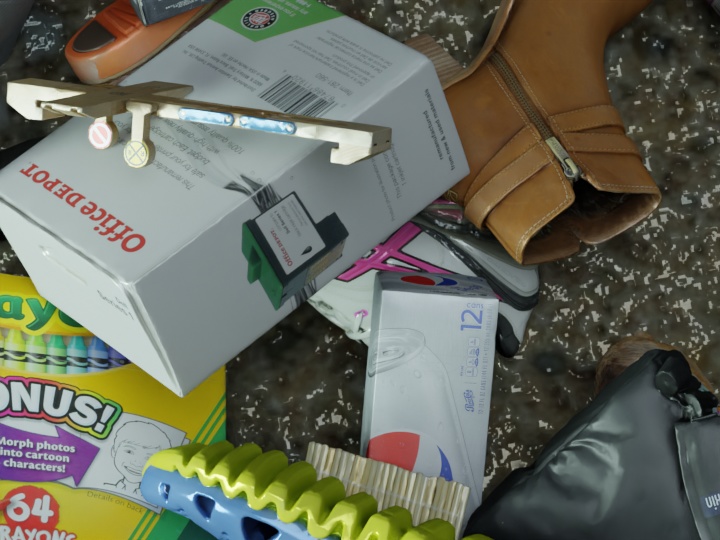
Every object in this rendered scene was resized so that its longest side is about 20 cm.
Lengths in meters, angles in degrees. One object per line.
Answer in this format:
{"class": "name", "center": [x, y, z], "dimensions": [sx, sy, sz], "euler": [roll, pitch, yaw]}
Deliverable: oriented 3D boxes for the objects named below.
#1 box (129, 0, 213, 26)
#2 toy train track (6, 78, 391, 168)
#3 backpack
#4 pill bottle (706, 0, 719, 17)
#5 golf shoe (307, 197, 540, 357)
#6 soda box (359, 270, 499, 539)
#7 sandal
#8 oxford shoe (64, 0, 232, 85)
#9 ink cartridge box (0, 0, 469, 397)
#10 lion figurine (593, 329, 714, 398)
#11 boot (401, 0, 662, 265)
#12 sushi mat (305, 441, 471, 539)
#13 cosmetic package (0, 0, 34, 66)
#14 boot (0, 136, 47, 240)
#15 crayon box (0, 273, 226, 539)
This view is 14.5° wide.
{"class": "box", "center": [-0.058, -0.233, 1.544], "dimensions": [0.199, 0.049, 0.162], "euler": [-23, 50, -10]}
{"class": "toy train track", "center": [-0.080, -0.065, 1.371], "dimensions": [0.199, 0.115, 0.033], "euler": [9, 102, 23]}
{"class": "backpack", "center": [0.170, 0.153, 1.426], "dimensions": [0.200, 0.127, 0.167], "euler": [46, 107, 0]}
{"class": "pill bottle", "center": [0.203, -0.223, 1.569], "dimensions": [0.112, 0.112, 0.200], "euler": [-38, 85, -10]}
{"class": "golf shoe", "center": [0.000, 0.000, 1.530], "dimensions": [0.199, 0.073, 0.093], "euler": [4, 81, -5]}
{"class": "soda box", "center": [0.031, 0.104, 1.487], "dimensions": [0.063, 0.068, 0.201], "euler": [4, 99, -4]}
{"class": "sandal", "center": [-0.023, 0.144, 1.378], "dimensions": [0.199, 0.079, 0.088], "euler": [23, 102, 20]}
{"class": "oxford shoe", "center": [-0.069, -0.143, 1.565], "dimensions": [0.200, 0.071, 0.073], "euler": [-35, 117, -17]}
{"class": "ink cartridge box", "center": [-0.069, -0.046, 1.442], "dimensions": [0.200, 0.085, 0.146], "euler": [-38, 41, -19]}
{"class": "lion figurine", "center": [0.145, 0.141, 1.516], "dimensions": [0.122, 0.072, 0.201], "euler": [34, 74, -8]}
{"class": "boot", "center": [0.116, -0.093, 1.515], "dimensions": [0.199, 0.077, 0.155], "euler": [-25, 51, -23]}
{"class": "sushi mat", "center": [-0.010, 0.194, 1.433], "dimensions": [0.095, 0.012, 0.201], "euler": [12, 85, 24]}
{"class": "cosmetic package", "center": [-0.254, -0.214, 1.472], "dimensions": [0.199, 0.200, 0.123], "euler": [31, 35, 1]}
{"class": "boot", "center": [-0.258, -0.070, 1.523], "dimensions": [0.199, 0.077, 0.139], "euler": [-20, 77, -9]}
{"class": "crayon box", "center": [-0.170, 0.087, 1.457], "dimensions": [0.199, 0.058, 0.173], "euler": [7, 51, -13]}
